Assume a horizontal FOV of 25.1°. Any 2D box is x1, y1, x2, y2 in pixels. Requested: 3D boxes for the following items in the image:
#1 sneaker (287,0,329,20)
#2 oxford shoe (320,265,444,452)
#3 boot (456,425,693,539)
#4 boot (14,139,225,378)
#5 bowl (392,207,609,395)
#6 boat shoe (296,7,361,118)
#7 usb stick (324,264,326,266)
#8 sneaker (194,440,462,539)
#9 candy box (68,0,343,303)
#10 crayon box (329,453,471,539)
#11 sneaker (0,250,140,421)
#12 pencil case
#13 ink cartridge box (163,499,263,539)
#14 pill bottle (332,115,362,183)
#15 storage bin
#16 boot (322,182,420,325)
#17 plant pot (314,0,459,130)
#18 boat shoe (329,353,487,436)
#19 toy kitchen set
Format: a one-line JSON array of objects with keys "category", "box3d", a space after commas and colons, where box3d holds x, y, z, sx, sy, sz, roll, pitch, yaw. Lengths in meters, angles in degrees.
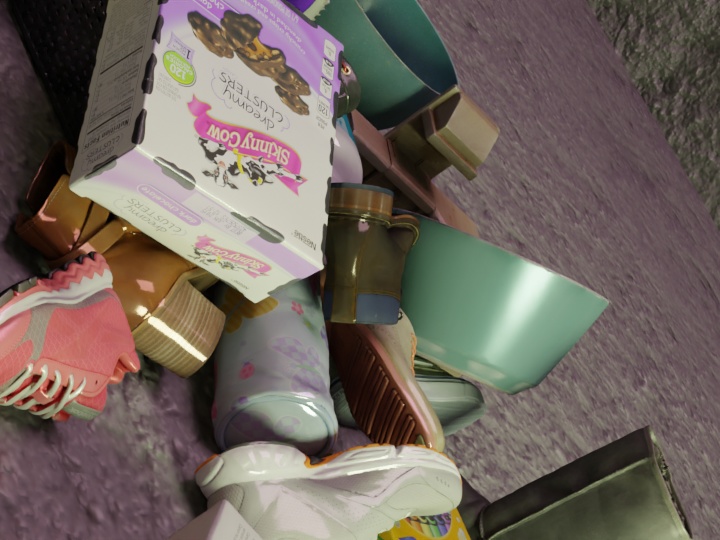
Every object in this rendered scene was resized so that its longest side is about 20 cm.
[{"category": "sneaker", "box3d": [-0.104, -0.239, 1.371, 0.099, 0.200, 0.070, 17, 58, -40]}, {"category": "oxford shoe", "box3d": [0.021, 0.064, 1.225, 0.073, 0.071, 0.200, -7, 50, -32]}, {"category": "boot", "box3d": [0.138, 0.171, 1.252, 0.072, 0.200, 0.183, 25, 36, -54]}, {"category": "boot", "box3d": [-0.158, -0.031, 1.108, 0.155, 0.077, 0.201, 42, 31, -22]}, {"category": "bowl", "box3d": [0.096, 0.034, 1.347, 0.200, 0.106, 0.201, 23, -1, 0]}, {"category": "boat shoe", "box3d": [-0.075, -0.180, 1.286, 0.063, 0.074, 0.201, -21, 50, -30]}, {"category": "usb stick", "box3d": [-0.045, 0.011, 1.332, 0.200, 0.033, 0.056, 22, 31, -55]}, {"category": "sneaker", "box3d": [-0.015, 0.167, 1.070, 0.199, 0.076, 0.093, 3, 64, -31]}, {"category": "candy box", "box3d": [-0.097, -0.107, 1.093, 0.167, 0.071, 0.201, 33, 47, -36]}, {"category": "crayon box", "box3d": [0.037, 0.211, 1.182, 0.126, 0.051, 0.201, 22, 38, -56]}, {"category": "sneaker", "box3d": [-0.178, 0.050, 0.921, 0.087, 0.074, 0.200, 58, 22, -2]}, {"category": "pencil case", "box3d": [-0.061, 0.049, 1.152, 0.091, 0.083, 0.201, 47, 25, -39]}, {"category": "ink cartridge box", "box3d": [-0.053, 0.249, 0.877, 0.200, 0.083, 0.147, 50, 22, -13]}, {"category": "pill bottle", "box3d": [-0.060, -0.101, 1.336, 0.111, 0.111, 0.201, 40, 20, -34]}, {"category": "storage bin", "box3d": [-0.166, -0.151, 1.225, 0.135, 0.094, 0.201, 16, 44, -60]}, {"category": "boot", "box3d": [0.000, 0.000, 1.195, 0.200, 0.074, 0.098, 40, 56, -76]}, {"category": "plant pot", "box3d": [-0.015, -0.213, 1.590, 0.200, 0.134, 0.201, 46, 22, -24]}, {"category": "boat shoe", "box3d": [0.037, 0.094, 1.332, 0.200, 0.072, 0.062, 18, 42, -54]}, {"category": "toy kitchen set", "box3d": [0.064, -0.046, 1.472, 0.200, 0.163, 0.181, 40, 25, -34]}]
